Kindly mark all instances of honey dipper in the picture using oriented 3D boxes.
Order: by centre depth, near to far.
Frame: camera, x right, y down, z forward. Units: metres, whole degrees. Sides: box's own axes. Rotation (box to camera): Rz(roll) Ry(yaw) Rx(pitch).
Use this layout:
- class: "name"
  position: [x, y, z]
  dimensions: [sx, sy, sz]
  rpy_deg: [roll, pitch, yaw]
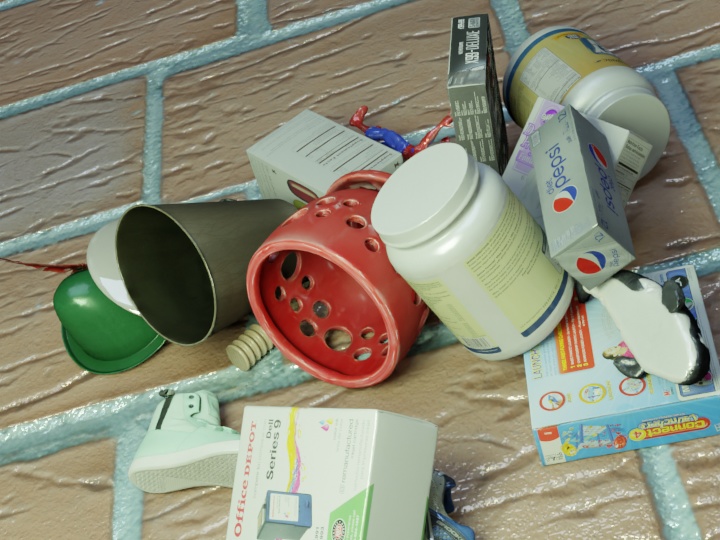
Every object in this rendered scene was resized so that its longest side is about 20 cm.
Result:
- class: "honey dipper"
  position: [-0.080, 0.047, 1.685]
  dimensions: [0.038, 0.038, 0.200]
  rpy_deg: [20, 49, 40]

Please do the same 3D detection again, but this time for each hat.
- class: "hat"
  position: [-0.339, 0.020, 1.673]
  dimensions: [0.198, 0.176, 0.167]
  rpy_deg: [-25, 59, 11]

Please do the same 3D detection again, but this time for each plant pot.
- class: "plant pot"
  position: [0.000, 0.000, 1.572]
  dimensions: [0.198, 0.203, 0.183]
  rpy_deg: [11, 42, 34]

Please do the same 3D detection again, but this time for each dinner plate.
- class: "dinner plate"
  position: [-0.236, -0.012, 1.719]
  dimensions: [0.197, 0.024, 0.202]
  rpy_deg: [14, 38, -11]

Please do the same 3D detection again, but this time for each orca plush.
- class: "orca plush"
  position: [0.294, 0.056, 1.413]
  dimensions: [0.199, 0.070, 0.107]
  rpy_deg: [25, 100, 55]

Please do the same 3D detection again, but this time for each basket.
- class: "basket"
  position: [-0.158, -0.012, 1.639]
  dimensions: [0.199, 0.137, 0.181]
  rpy_deg: [-16, 56, -48]

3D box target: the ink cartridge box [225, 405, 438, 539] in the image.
- class: "ink cartridge box"
  position: [-0.032, 0.208, 1.336]
  dimensions: [0.198, 0.087, 0.148]
  rpy_deg: [-4, 74, 49]

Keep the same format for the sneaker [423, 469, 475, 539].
- class: "sneaker"
  position: [0.050, 0.225, 1.390]
  dimensions: [0.084, 0.078, 0.201]
  rpy_deg: [-22, 46, -14]

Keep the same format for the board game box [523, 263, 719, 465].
- class: "board game box"
  position: [0.269, 0.095, 1.451]
  dimensions: [0.193, 0.056, 0.201]
  rpy_deg: [-12, 39, 11]

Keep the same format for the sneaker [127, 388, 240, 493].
- class: "sneaker"
  position: [-0.153, 0.173, 1.524]
  dimensions: [0.197, 0.074, 0.119]
  rpy_deg: [-7, 46, 21]

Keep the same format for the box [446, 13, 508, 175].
- class: "box"
  position: [0.147, -0.188, 1.728]
  dimensions: [0.049, 0.202, 0.159]
  rpy_deg: [-5, 40, 11]

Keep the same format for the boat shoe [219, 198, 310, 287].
- class: "boat shoe"
  position: [-0.123, -0.041, 1.779]
  dimensions: [0.074, 0.067, 0.199]
  rpy_deg: [-32, 40, -17]

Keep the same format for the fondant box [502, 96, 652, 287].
- class: "fondant box"
  position: [0.225, -0.080, 1.593]
  dimensions: [0.144, 0.058, 0.202]
  rpy_deg: [29, 96, 45]

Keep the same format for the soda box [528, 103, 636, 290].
- class: "soda box"
  position: [0.229, -0.079, 1.460]
  dimensions: [0.063, 0.068, 0.202]
  rpy_deg: [-37, 35, 28]

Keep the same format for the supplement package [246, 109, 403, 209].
- class: "supplement package"
  position: [-0.036, -0.107, 1.781]
  dimensions: [0.109, 0.115, 0.199]
  rpy_deg: [-36, 40, -22]

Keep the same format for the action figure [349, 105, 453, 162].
- class: "action figure"
  position: [0.075, -0.177, 1.850]
  dimensions: [0.099, 0.065, 0.200]
  rpy_deg: [-43, 41, -3]

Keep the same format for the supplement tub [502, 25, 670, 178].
- class: "supplement tub"
  position: [0.278, -0.202, 1.732]
  dimensions: [0.143, 0.146, 0.200]
  rpy_deg: [-27, 38, -9]

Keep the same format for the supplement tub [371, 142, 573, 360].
- class: "supplement tub"
  position: [0.116, -0.020, 1.456]
  dimensions: [0.144, 0.200, 0.146]
  rpy_deg: [-30, 33, 21]
